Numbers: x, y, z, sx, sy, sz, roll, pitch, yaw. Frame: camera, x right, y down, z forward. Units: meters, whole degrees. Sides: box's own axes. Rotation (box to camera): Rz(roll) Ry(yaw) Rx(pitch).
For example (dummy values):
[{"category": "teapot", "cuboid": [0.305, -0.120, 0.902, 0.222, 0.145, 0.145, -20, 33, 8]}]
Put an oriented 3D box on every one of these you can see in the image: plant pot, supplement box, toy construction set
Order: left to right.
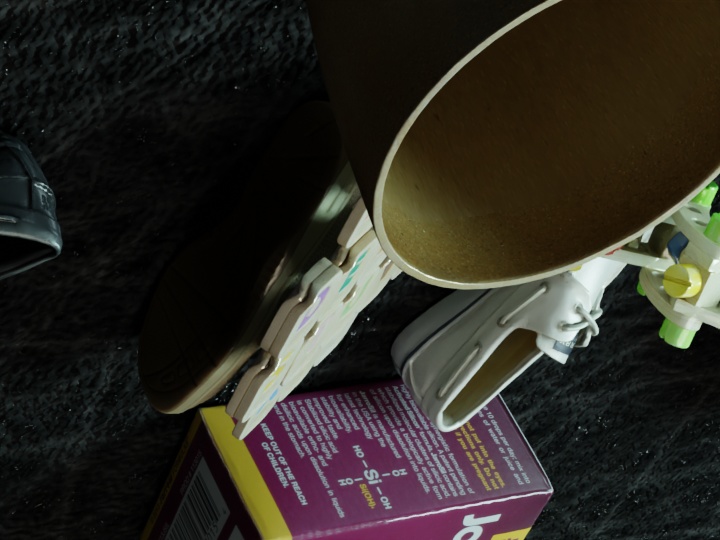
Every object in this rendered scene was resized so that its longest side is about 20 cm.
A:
[{"category": "supplement box", "cuboid": [-0.010, 0.145, 1.480, 0.200, 0.103, 0.131, -8, 141, -31]}, {"category": "plant pot", "cuboid": [0.049, -0.127, 1.061, 0.186, 0.200, 0.186, -21, 147, -14]}, {"category": "toy construction set", "cuboid": [0.127, -0.023, 1.310, 0.200, 0.131, 0.092, 27, 105, -34]}]

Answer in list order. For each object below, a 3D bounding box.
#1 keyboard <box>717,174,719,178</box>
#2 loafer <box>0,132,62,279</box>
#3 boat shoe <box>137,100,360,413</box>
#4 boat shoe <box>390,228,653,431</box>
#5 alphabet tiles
[{"category": "keyboard", "cuboid": [0.254, -0.045, 1.372, 0.200, 0.127, 0.021, 14, 92, -17]}, {"category": "loafer", "cuboid": [-0.233, -0.005, 1.133, 0.200, 0.070, 0.068, -18, 146, -17]}, {"category": "boat shoe", "cuboid": [-0.044, -0.001, 1.288, 0.065, 0.072, 0.200, 10, 126, -43]}, {"category": "boat shoe", "cuboid": [0.107, 0.020, 1.425, 0.200, 0.070, 0.071, -37, 147, 16]}, {"category": "alphabet tiles", "cuboid": [0.000, 0.000, 1.272, 0.200, 0.015, 0.196, -43, 166, -50]}]
